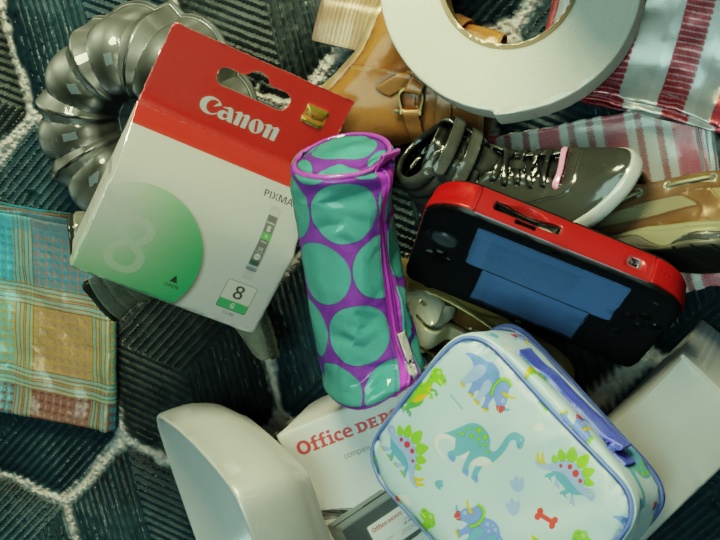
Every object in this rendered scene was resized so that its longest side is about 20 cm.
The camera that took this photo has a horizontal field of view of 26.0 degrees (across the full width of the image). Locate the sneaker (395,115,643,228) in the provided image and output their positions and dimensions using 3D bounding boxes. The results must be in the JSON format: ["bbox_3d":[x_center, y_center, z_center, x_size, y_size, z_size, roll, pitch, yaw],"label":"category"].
[{"bbox_3d":[0.107,-0.072,1.158,0.199,0.071,0.099,-13,134,42],"label":"sneaker"}]

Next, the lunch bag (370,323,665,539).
[{"bbox_3d":[0.118,0.150,1.164,0.200,0.082,0.161,46,115,20],"label":"lunch bag"}]

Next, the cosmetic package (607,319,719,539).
[{"bbox_3d":[0.223,0.144,1.215,0.090,0.107,0.201,40,112,7],"label":"cosmetic package"}]

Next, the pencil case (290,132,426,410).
[{"bbox_3d":[0.000,0.000,1.197,0.092,0.085,0.202,10,120,39],"label":"pencil case"}]

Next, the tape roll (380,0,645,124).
[{"bbox_3d":[0.113,-0.214,1.161,0.200,0.037,0.205,-1,85,14],"label":"tape roll"}]

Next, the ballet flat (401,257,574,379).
[{"bbox_3d":[0.081,0.052,1.264,0.199,0.063,0.069,27,122,12],"label":"ballet flat"}]

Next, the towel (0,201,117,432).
[{"bbox_3d":[-0.287,0.043,1.423,0.145,0.022,0.202,8,106,19],"label":"towel"}]

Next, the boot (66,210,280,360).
[{"bbox_3d":[-0.155,0.010,1.298,0.130,0.068,0.201,-24,121,5],"label":"boot"}]

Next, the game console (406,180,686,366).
[{"bbox_3d":[0.135,0.008,1.171,0.198,0.177,0.031,23,66,3],"label":"game console"}]

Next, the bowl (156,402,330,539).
[{"bbox_3d":[-0.087,0.209,1.312,0.199,0.074,0.202,31,142,56],"label":"bowl"}]

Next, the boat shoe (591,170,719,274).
[{"bbox_3d":[0.204,-0.037,1.171,0.198,0.075,0.075,-3,70,34],"label":"boat shoe"}]

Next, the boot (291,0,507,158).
[{"bbox_3d":[0.027,-0.117,1.240,0.153,0.074,0.202,16,111,12],"label":"boot"}]

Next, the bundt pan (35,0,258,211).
[{"bbox_3d":[-0.189,-0.124,1.315,0.200,0.076,0.204,5,105,18],"label":"bundt pan"}]

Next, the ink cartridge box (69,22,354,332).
[{"bbox_3d":[-0.113,-0.066,1.200,0.160,0.050,0.201,21,114,-20],"label":"ink cartridge box"}]

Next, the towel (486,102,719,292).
[{"bbox_3d":[0.187,-0.048,1.224,0.198,0.030,0.148,-8,101,24],"label":"towel"}]

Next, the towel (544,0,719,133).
[{"bbox_3d":[0.237,-0.183,1.154,0.198,0.023,0.146,15,93,16],"label":"towel"}]

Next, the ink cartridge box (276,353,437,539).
[{"bbox_3d":[0.040,0.190,1.305,0.144,0.084,0.202,-24,94,23],"label":"ink cartridge box"}]
